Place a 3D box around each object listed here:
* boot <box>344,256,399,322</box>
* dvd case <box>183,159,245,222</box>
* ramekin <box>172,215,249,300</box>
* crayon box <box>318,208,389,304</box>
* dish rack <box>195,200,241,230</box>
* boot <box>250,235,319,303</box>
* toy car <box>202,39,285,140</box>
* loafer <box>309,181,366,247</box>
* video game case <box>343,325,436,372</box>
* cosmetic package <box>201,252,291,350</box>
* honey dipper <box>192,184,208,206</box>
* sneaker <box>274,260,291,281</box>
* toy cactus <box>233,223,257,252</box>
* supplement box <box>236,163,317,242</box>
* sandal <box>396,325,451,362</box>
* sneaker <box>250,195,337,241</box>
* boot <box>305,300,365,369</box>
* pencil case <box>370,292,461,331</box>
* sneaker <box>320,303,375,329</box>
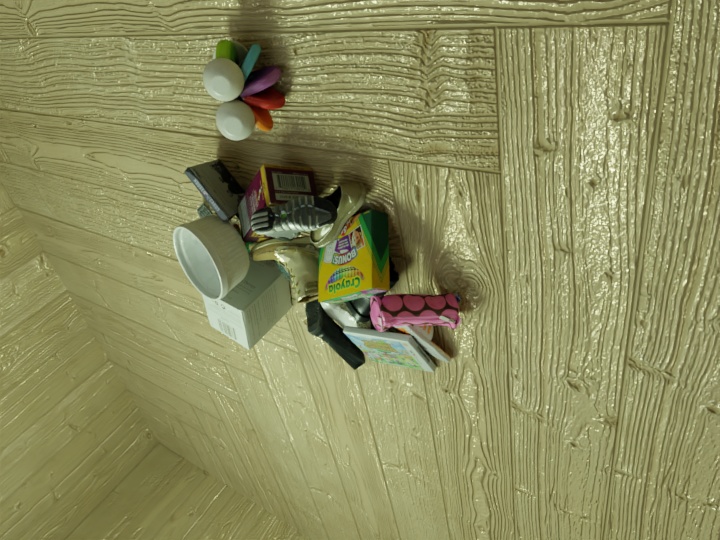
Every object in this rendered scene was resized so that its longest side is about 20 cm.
[{"bbox_3d":[0.000,0.000,1.373,0.201,0.075,0.170,53,130,26],"label":"boot"},{"bbox_3d":[-0.351,-0.206,1.427,0.025,0.200,0.151,-35,99,16],"label":"dvd case"},{"bbox_3d":[-0.363,-0.038,1.401,0.198,0.104,0.204,30,137,32],"label":"ramekin"},{"bbox_3d":[-0.019,-0.026,1.292,0.057,0.177,0.198,12,162,-38],"label":"crayon box"},{"bbox_3d":[-0.385,-0.151,1.586,0.199,0.055,0.154,-32,102,41],"label":"dish rack"},{"bbox_3d":[-0.171,0.002,1.393,0.195,0.159,0.073,-6,167,-1],"label":"boot"},{"bbox_3d":[-0.235,-0.384,1.191,0.146,0.177,0.203,-8,126,5],"label":"toy car"},{"bbox_3d":[-0.065,-0.131,1.275,0.200,0.066,0.077,-49,44,34],"label":"loafer"},{"bbox_3d":[0.076,0.203,1.459,0.196,0.022,0.182,5,150,34],"label":"video game case"},{"bbox_3d":[-0.326,0.079,1.642,0.165,0.200,0.169,24,139,24],"label":"cosmetic package"},{"bbox_3d":[-0.444,-0.171,1.660,0.037,0.038,0.203,2,124,41],"label":"honey dipper"},{"bbox_3d":[-0.214,-0.047,1.526,0.078,0.075,0.203,-1,123,46],"label":"sneaker"},{"bbox_3d":[-0.319,-0.063,1.544,0.201,0.161,0.104,113,149,-56],"label":"toy cactus"},{"bbox_3d":[-0.200,-0.153,1.345,0.200,0.128,0.106,-39,58,53],"label":"supplement box"},{"bbox_3d":[0.155,0.151,1.384,0.206,0.060,0.079,39,164,-27],"label":"sandal"},{"bbox_3d":[-0.134,-0.110,1.255,0.195,0.077,0.115,-4,167,14],"label":"sneaker"},{"bbox_3d":[-0.065,0.159,1.569,0.065,0.167,0.199,-31,126,27],"label":"boot"},{"bbox_3d":[0.121,0.093,1.250,0.195,0.094,0.093,-2,124,-10],"label":"pencil case"},{"bbox_3d":[-0.017,0.109,1.495,0.114,0.074,0.201,-14,124,46],"label":"sneaker"}]
